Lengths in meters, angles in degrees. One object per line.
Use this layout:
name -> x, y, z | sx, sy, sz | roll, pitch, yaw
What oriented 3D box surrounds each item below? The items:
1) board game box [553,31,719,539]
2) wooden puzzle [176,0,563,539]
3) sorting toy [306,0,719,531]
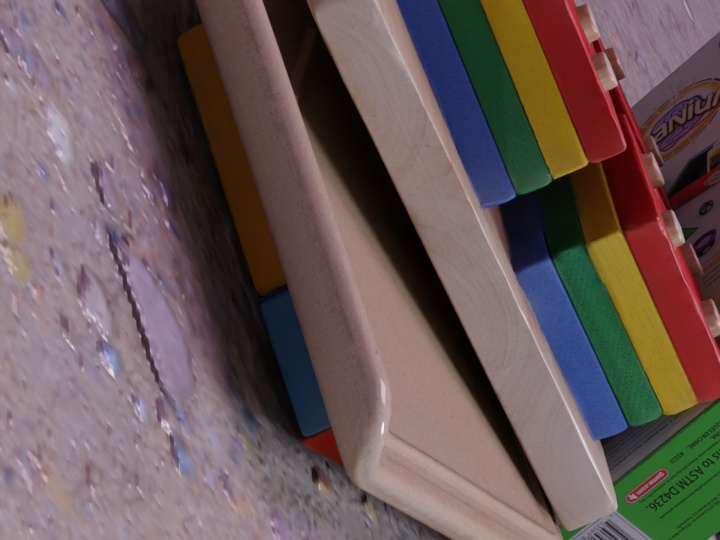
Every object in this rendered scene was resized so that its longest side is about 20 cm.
board game box -> 0.115, 0.004, 0.956 | 0.040, 0.153, 0.200 | 38, 26, -23
wooden puzzle -> 0.000, 0.000, 0.818 | 0.200, 0.037, 0.186 | 46, 24, -63
sorting toy -> 0.048, -0.058, 0.884 | 0.200, 0.069, 0.199 | -98, 163, -60
